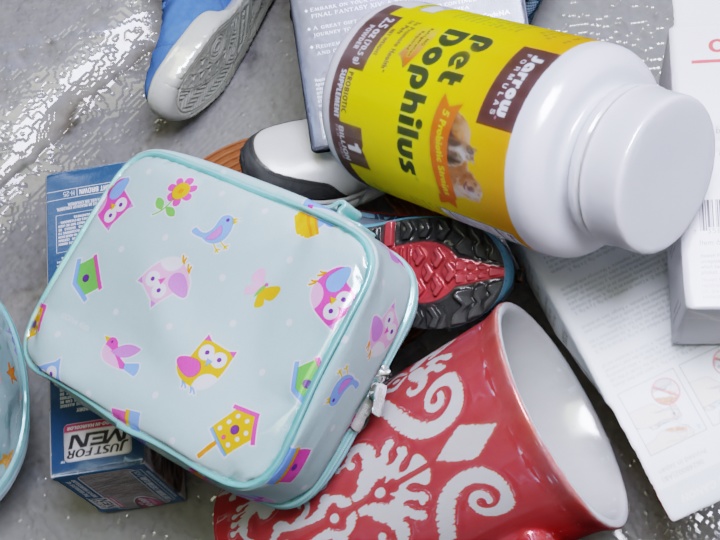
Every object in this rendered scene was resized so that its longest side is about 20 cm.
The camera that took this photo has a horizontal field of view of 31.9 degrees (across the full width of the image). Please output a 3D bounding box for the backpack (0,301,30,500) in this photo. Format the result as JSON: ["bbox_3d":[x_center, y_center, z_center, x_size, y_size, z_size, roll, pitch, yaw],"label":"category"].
[{"bbox_3d":[-0.306,0.087,0.781,0.200,0.151,0.178,-18,68,9],"label":"backpack"}]

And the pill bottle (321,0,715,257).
[{"bbox_3d":[0.079,-0.073,0.656,0.200,0.109,0.109,24,71,44],"label":"pill bottle"}]

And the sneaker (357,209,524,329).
[{"bbox_3d":[0.000,0.000,0.755,0.200,0.096,0.079,11,92,23],"label":"sneaker"}]

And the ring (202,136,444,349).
[{"bbox_3d":[-0.033,-0.022,0.816,0.200,0.019,0.201,3,52,-4],"label":"ring"}]

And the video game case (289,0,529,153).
[{"bbox_3d":[0.026,-0.182,0.772,0.143,0.019,0.200,-9,87,7],"label":"video game case"}]

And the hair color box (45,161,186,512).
[{"bbox_3d":[-0.155,0.043,0.802,0.060,0.100,0.200,-9,67,4],"label":"hair color box"}]

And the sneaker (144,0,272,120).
[{"bbox_3d":[-0.130,-0.203,0.912,0.111,0.077,0.200,23,68,12],"label":"sneaker"}]

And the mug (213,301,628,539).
[{"bbox_3d":[0.026,0.132,0.680,0.200,0.133,0.178,-30,22,19],"label":"mug"}]

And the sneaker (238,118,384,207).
[{"bbox_3d":[0.020,-0.090,0.815,0.200,0.080,0.074,-7,55,-10],"label":"sneaker"}]

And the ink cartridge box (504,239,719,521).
[{"bbox_3d":[0.193,0.019,0.704,0.160,0.047,0.200,-25,71,-2],"label":"ink cartridge box"}]

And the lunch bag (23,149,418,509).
[{"bbox_3d":[-0.071,0.025,0.676,0.200,0.077,0.161,24,80,31],"label":"lunch bag"}]

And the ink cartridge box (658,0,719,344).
[{"bbox_3d":[0.222,-0.065,0.668,0.116,0.068,0.200,0,71,7],"label":"ink cartridge box"}]

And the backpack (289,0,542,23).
[{"bbox_3d":[0.056,-0.252,0.866,0.183,0.147,0.200,22,69,14],"label":"backpack"}]
